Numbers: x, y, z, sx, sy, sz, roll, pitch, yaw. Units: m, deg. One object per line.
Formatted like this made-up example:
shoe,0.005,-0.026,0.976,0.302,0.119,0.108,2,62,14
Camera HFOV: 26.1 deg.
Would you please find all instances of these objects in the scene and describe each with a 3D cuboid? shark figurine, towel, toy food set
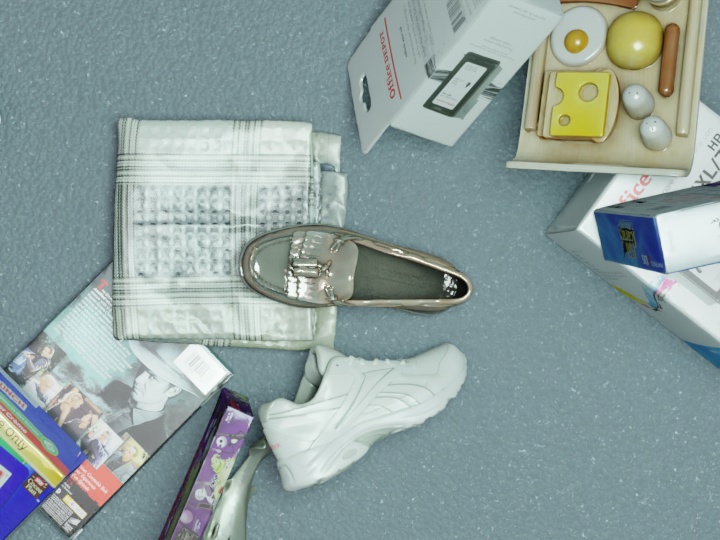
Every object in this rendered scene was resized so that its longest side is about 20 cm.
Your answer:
shark figurine,-0.095,0.239,1.330,0.089,0.128,0.216,22,71,-29
towel,-0.110,-0.031,1.318,0.198,0.035,0.195,2,87,-8
toy food set,0.193,-0.171,1.217,0.142,0.060,0.202,4,78,23

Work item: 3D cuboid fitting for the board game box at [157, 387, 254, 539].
board game box,-0.141,0.200,1.291,0.032,0.120,0.201,23,90,-3

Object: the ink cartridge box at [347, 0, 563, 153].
ink cartridge box,0.072,-0.187,1.268,0.067,0.200,0.117,15,47,-28

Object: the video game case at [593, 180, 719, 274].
video game case,0.278,-0.041,1.123,0.180,0.200,0.046,-13,94,-2

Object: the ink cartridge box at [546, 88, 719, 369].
ink cartridge box,0.284,-0.030,1.297,0.199,0.146,0.147,37,89,-3

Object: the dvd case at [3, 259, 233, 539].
dvd case,-0.228,0.108,1.332,0.146,0.022,0.200,44,90,-4

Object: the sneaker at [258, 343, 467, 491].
sneaker,0.002,0.098,1.296,0.199,0.078,0.100,-29,92,-29

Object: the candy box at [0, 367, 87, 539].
candy box,-0.357,0.169,1.284,0.200,0.077,0.169,-44,94,8

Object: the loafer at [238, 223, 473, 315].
loafer,0.000,0.000,1.297,0.198,0.063,0.073,7,87,-22
